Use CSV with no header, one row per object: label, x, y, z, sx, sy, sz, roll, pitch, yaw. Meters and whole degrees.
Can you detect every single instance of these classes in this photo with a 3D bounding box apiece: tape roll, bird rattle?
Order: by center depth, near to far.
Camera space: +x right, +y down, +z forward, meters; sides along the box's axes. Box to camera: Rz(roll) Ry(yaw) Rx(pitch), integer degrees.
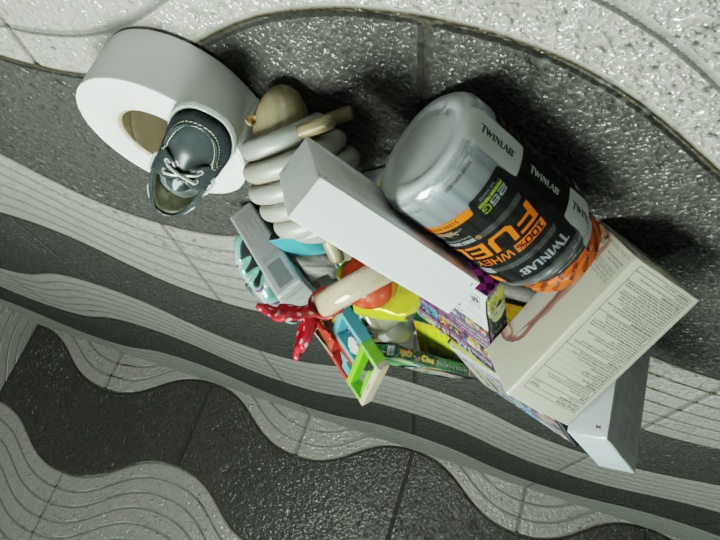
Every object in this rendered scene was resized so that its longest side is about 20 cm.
tape roll,-0.210,-0.172,0.683,0.202,0.071,0.203,17,157,7
bird rattle,-0.011,0.017,0.687,0.200,0.113,0.163,-13,165,-42

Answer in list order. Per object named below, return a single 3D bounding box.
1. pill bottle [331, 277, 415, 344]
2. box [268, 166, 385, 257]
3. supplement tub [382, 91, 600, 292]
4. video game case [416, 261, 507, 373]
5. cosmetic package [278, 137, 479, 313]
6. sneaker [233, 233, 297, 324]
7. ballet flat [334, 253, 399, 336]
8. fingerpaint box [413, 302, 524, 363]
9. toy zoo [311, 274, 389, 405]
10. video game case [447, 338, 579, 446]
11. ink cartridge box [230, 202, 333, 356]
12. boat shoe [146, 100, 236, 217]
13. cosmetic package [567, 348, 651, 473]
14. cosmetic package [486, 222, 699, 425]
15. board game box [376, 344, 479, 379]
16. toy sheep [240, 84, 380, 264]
pill bottle,-0.008,0.066,1.010,0.200,0.111,0.111,-3,149,45
box,-0.027,-0.069,0.752,0.200,0.083,0.049,-4,148,47
supplement tub,0.129,-0.066,0.571,0.200,0.123,0.122,31,156,-26
video game case,0.104,0.024,0.777,0.200,0.036,0.182,37,160,36
cosmetic package,0.019,-0.038,0.564,0.200,0.083,0.051,31,111,-30
sneaker,-0.185,0.005,1.074,0.140,0.078,0.200,23,147,52
ballet flat,0.000,0.000,0.871,0.067,0.062,0.201,-94,-22,-76
fingerpaint box,0.182,0.105,0.990,0.166,0.074,0.200,14,159,17
toy zoo,-0.031,0.095,0.914,0.200,0.020,0.131,54,152,24
video game case,0.234,0.179,0.896,0.181,0.026,0.200,31,170,39
ink cartridge box,-0.103,0.012,0.899,0.200,0.045,0.176,52,179,42
boat shoe,-0.183,-0.108,0.634,0.075,0.061,0.200,25,158,-12
cosmetic package,0.327,0.139,0.773,0.052,0.201,0.151,2,151,36
cosmetic package,0.248,0.062,0.666,0.103,0.087,0.200,29,112,-21
board game box,0.096,0.152,0.993,0.200,0.024,0.105,20,165,-36
toy sheep,-0.056,-0.097,0.638,0.138,0.138,0.201,-3,112,45
